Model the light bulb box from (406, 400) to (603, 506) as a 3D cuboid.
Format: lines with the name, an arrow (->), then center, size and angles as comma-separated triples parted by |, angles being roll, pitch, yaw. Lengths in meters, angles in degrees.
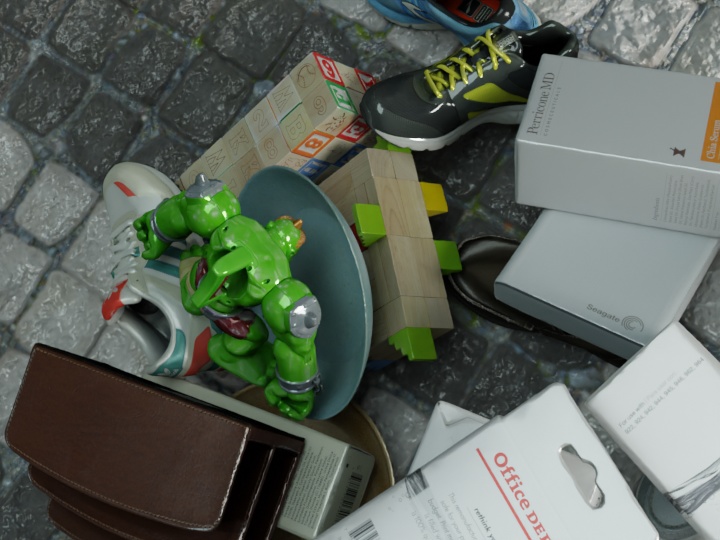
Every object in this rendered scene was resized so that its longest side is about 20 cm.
light bulb box -> 0.092, 0.219, 0.875 | 0.123, 0.200, 0.201 | 21, 82, 22

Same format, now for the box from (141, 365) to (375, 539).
box -> -0.095, 0.149, 0.996 | 0.198, 0.068, 0.083 | 19, 82, 25

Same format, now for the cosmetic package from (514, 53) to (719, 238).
cosmetic package -> 0.223, -0.094, 0.941 | 0.197, 0.072, 0.102 | 10, 53, 15

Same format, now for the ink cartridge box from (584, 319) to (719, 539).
ink cartridge box -> 0.252, 0.139, 0.807 | 0.084, 0.145, 0.201 | -44, 67, 8

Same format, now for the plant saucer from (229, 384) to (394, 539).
plant saucer -> -0.060, 0.191, 1.028 | 0.197, 0.035, 0.204 | -6, 73, 19

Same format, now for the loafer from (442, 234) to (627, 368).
loafer -> 0.153, 0.016, 0.982 | 0.198, 0.071, 0.074 | 20, 82, 24

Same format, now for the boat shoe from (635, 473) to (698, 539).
boat shoe -> 0.281, 0.120, 0.909 | 0.201, 0.065, 0.075 | -40, 65, 6

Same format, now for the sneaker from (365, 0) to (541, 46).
sneaker -> 0.069, -0.252, 1.079 | 0.198, 0.090, 0.079 | 30, 86, 25

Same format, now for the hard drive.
hard drive -> 0.207, -0.030, 0.955 | 0.131, 0.027, 0.201 | 24, 59, 23

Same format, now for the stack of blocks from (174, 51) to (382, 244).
stack of blocks -> -0.064, -0.090, 1.066 | 0.199, 0.114, 0.059 | -38, 64, 26

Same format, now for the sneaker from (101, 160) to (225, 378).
sneaker -> -0.176, -0.002, 1.013 | 0.070, 0.093, 0.202 | -39, 73, 39

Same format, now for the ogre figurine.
ogre figurine -> -0.092, 0.012, 0.936 | 0.097, 0.120, 0.202 | -12, 67, -29

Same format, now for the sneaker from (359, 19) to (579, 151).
sneaker -> 0.090, -0.160, 1.005 | 0.197, 0.085, 0.075 | -16, 57, -23

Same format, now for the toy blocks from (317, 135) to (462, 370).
toy blocks -> 0.000, 0.000, 1.023 | 0.136, 0.099, 0.203 | -33, 62, 45

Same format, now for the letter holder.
letter holder -> -0.166, 0.158, 0.929 | 0.197, 0.100, 0.144 | 17, 83, 24

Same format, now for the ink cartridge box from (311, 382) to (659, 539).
ink cartridge box -> 0.072, 0.172, 0.749 | 0.199, 0.068, 0.117 | -34, 67, 7

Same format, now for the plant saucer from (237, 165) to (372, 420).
plant saucer -> -0.040, 0.015, 0.983 | 0.200, 0.038, 0.204 | 25, 121, 49
